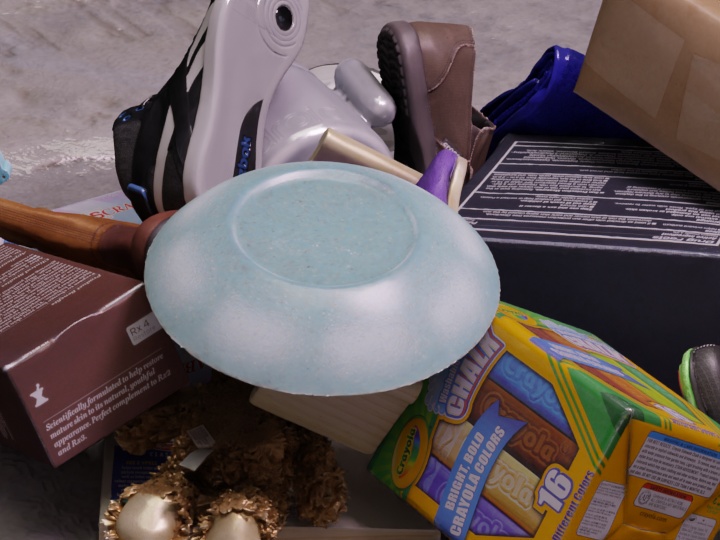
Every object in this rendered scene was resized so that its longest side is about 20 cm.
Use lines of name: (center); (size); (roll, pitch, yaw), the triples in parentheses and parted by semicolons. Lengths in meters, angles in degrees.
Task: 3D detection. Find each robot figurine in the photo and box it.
robot figurine: (-0.050, -0.072, 1.729); (0.169, 0.113, 0.200); (-39, 40, -5)

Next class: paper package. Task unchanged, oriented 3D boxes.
paper package: (0.270, -0.121, 1.656); (0.190, 0.104, 0.200); (-8, 34, -40)

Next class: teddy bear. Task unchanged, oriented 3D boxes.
teddy bear: (-0.073, 0.112, 1.490); (0.145, 0.067, 0.200); (-5, 35, 3)

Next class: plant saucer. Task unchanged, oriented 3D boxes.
plant saucer: (-0.020, -0.010, 1.445); (0.200, 0.039, 0.201); (3, 39, -2)

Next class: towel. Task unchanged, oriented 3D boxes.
towel: (0.185, -0.077, 1.795); (0.200, 0.148, 0.050); (21, 65, -15)

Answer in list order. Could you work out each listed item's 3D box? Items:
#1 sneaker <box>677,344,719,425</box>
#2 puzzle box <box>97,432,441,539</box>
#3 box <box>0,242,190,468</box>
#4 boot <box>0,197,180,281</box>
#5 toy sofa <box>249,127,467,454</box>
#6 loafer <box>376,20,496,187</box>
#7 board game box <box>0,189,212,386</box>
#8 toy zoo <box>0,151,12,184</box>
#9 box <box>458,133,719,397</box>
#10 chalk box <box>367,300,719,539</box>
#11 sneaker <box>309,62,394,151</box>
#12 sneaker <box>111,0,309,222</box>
sneaker: (0.270, 0.103, 1.502); (0.200, 0.084, 0.077); (38, 30, -1)
puzzle box: (-0.056, 0.125, 1.548); (0.199, 0.025, 0.133); (2, 29, -4)
box: (-0.195, 0.046, 1.540); (0.100, 0.075, 0.200); (-32, 21, -23)
boot: (-0.158, -0.024, 1.602); (0.200, 0.069, 0.188); (21, 3, 22)
toy sofa: (0.000, 0.000, 1.516); (0.083, 0.098, 0.200); (25, 37, -14)
loafer: (0.062, -0.078, 1.749); (0.071, 0.200, 0.073); (-16, 33, -13)
board game box: (-0.123, 0.007, 1.736); (0.200, 0.041, 0.199); (-17, 36, -34)
toy zoo: (-0.336, -0.071, 1.756); (0.199, 0.132, 0.020); (4, 29, -2)
box: (0.160, 0.003, 1.665); (0.199, 0.124, 0.198); (4, 22, 20)
chalk box: (0.100, 0.097, 1.478); (0.125, 0.124, 0.200); (18, 14, -44)
sneaker: (-0.061, -0.099, 1.926); (0.200, 0.076, 0.115); (8, 37, 24)
sneaker: (-0.107, -0.123, 1.671); (0.112, 0.201, 0.073); (-2, -23, 44)
